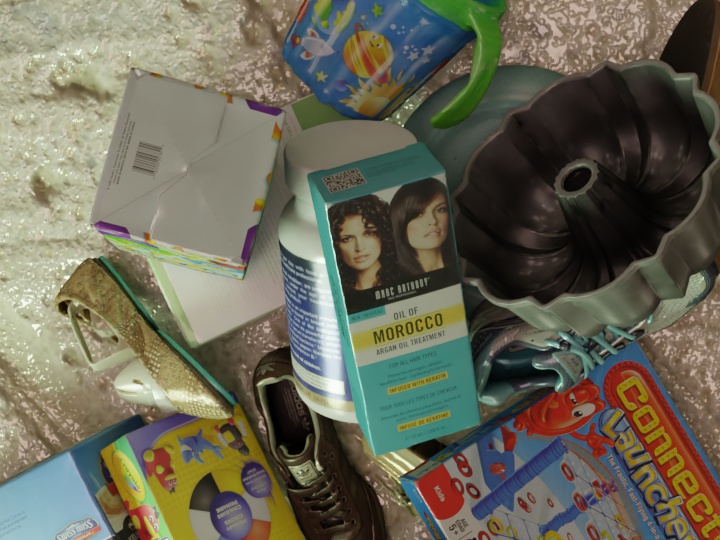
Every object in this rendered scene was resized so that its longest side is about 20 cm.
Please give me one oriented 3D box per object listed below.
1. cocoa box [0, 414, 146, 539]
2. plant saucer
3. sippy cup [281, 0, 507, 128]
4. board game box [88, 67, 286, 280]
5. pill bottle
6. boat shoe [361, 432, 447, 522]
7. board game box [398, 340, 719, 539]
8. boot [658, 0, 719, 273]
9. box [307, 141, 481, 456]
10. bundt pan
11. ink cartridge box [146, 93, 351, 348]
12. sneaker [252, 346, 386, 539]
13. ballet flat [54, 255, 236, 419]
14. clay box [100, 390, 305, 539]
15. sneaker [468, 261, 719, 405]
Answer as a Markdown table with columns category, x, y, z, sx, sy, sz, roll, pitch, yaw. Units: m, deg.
| category | x | y | z | sx | sy | sz | roll | pitch | yaw |
| --- | --- | --- | --- | --- | --- | --- | --- | --- | --- |
| cocoa box | -0.254 | 0.226 | 1.060 | 0.200 | 0.133 | 0.132 | -28 | 89 | 16 |
| plant saucer | 0.112 | -0.054 | 0.980 | 0.199 | 0.036 | 0.201 | 1 | 96 | 11 |
| sippy cup | 0.015 | -0.183 | 0.953 | 0.139 | 0.178 | 0.130 | 27 | 118 | -25 |
| board game box | -0.115 | -0.058 | 0.903 | 0.103 | 0.200 | 0.105 | 15 | 86 | -5 |
| pill bottle | 0.000 | 0.000 | 0.948 | 0.115 | 0.116 | 0.201 | 3 | 120 | 14 |
| boat shoe | 0.074 | 0.189 | 1.004 | 0.200 | 0.073 | 0.063 | 38 | 101 | 6 |
| board game box | 0.163 | 0.185 | 0.949 | 0.195 | 0.056 | 0.200 | -31 | 88 | -11 |
| boot | 0.249 | -0.093 | 0.942 | 0.075 | 0.074 | 0.201 | 6 | 97 | -13 |
| box | 0.026 | 0.022 | 0.870 | 0.082 | 0.049 | 0.201 | -16 | 121 | -8 |
| bundt pan | 0.161 | -0.041 | 0.872 | 0.202 | 0.202 | 0.076 | -34 | 130 | 15 |
| ink cartridge box | -0.074 | -0.044 | 1.031 | 0.199 | 0.048 | 0.146 | -25 | 91 | -8 |
| sneaker | -0.041 | 0.160 | 1.029 | 0.070 | 0.076 | 0.201 | -23 | 90 | 15 |
| ballet flat | -0.176 | 0.067 | 1.027 | 0.065 | 0.071 | 0.200 | -40 | 53 | -12 |
| clay box | -0.107 | 0.206 | 1.018 | 0.048 | 0.115 | 0.200 | -35 | 80 | 44 |
| sneaker | 0.160 | 0.045 | 0.917 | 0.200 | 0.086 | 0.078 | -28 | 114 | 32 |
